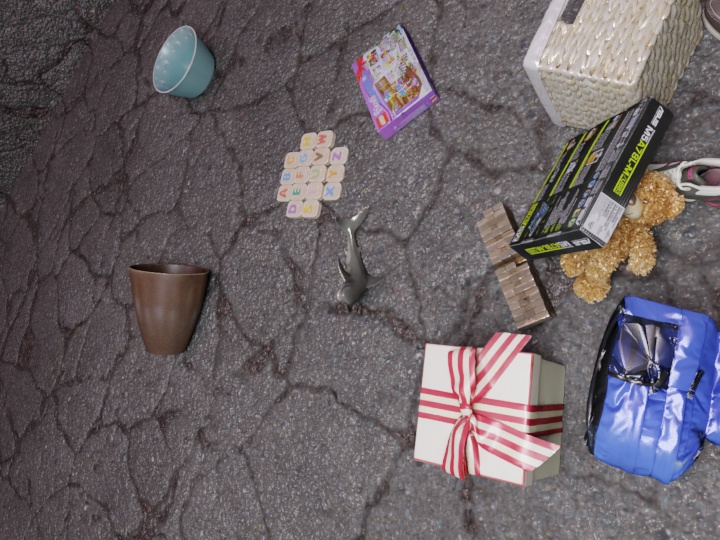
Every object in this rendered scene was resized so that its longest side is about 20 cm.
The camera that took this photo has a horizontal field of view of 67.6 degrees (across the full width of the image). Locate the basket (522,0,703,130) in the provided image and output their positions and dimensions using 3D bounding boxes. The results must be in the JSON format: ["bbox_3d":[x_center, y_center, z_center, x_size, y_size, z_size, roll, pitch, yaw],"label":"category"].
[{"bbox_3d":[0.362,-0.319,0.763,0.160,0.199,0.201,28,94,36],"label":"basket"}]

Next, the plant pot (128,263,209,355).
[{"bbox_3d":[-0.470,0.096,1.309,0.185,0.185,0.204,10,97,38],"label":"plant pot"}]

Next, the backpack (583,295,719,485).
[{"bbox_3d":[0.364,0.152,0.651,0.166,0.162,0.203,16,86,35],"label":"backpack"}]

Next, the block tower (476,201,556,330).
[{"bbox_3d":[0.246,-0.005,0.854,0.054,0.057,0.203,-29,60,27],"label":"block tower"}]

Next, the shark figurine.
[{"bbox_3d":[0.003,-0.007,1.043,0.088,0.129,0.217,-6,53,10],"label":"shark figurine"}]

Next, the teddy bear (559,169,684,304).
[{"bbox_3d":[0.341,-0.047,0.738,0.200,0.066,0.147,126,150,-57],"label":"teddy bear"}]

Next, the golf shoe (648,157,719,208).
[{"bbox_3d":[0.428,-0.123,0.729,0.198,0.088,0.079,0,79,39],"label":"golf shoe"}]

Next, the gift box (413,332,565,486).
[{"bbox_3d":[0.194,0.190,0.754,0.197,0.186,0.188,-6,74,36],"label":"gift box"}]

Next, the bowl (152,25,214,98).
[{"bbox_3d":[-0.496,-0.583,1.550,0.198,0.104,0.205,-11,72,35],"label":"bowl"}]

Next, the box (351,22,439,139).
[{"bbox_3d":[0.068,-0.390,1.107,0.136,0.039,0.203,-32,60,26],"label":"box"}]

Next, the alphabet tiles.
[{"bbox_3d":[-0.112,-0.216,1.212,0.193,0.015,0.204,5,81,38],"label":"alphabet tiles"}]

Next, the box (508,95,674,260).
[{"bbox_3d":[0.306,-0.115,0.739,0.047,0.193,0.202,32,81,-4],"label":"box"}]

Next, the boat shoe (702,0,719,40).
[{"bbox_3d":[0.545,-0.326,0.711,0.072,0.059,0.201,-47,54,17],"label":"boat shoe"}]
